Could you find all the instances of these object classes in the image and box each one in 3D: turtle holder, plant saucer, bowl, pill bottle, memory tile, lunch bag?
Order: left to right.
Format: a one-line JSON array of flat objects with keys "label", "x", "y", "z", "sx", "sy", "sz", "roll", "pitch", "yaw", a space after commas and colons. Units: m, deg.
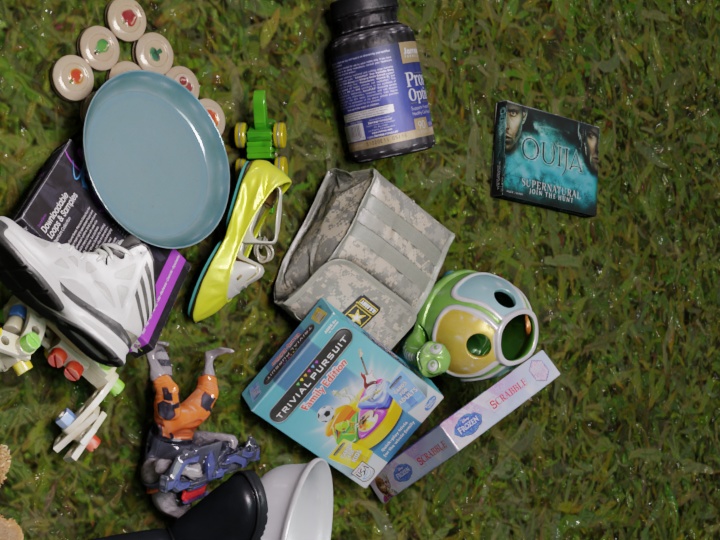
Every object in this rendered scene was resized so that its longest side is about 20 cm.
[{"label": "memory tile", "x": -0.246, "y": -0.192, "z": 1.502, "sx": 0.201, "sy": 0.017, "sz": 0.154, "roll": 51, "pitch": 58, "yaw": -25}, {"label": "plant saucer", "x": -0.227, "y": -0.120, "z": 1.464, "sx": 0.199, "sy": 0.027, "sz": 0.203, "roll": 17, "pitch": 66, "yaw": -42}, {"label": "bowl", "x": -0.099, "y": 0.307, "z": 1.510, "sx": 0.201, "sy": 0.089, "sz": 0.204, "roll": 6, "pitch": 90, "yaw": -76}, {"label": "lunch bag", "x": 0.000, "y": 0.000, "z": 1.629, "sx": 0.164, "sy": 0.117, "sz": 0.202, "roll": 37, "pitch": 72, "yaw": -34}, {"label": "pill bottle", "x": 0.022, "y": -0.242, "z": 1.668, "sx": 0.111, "sy": 0.111, "sz": 0.203, "roll": -16, "pitch": 97, "yaw": -39}, {"label": "turtle holder", "x": 0.136, "y": 0.070, "z": 1.661, "sx": 0.184, "sy": 0.131, "sz": 0.143, "roll": 15, "pitch": 88, "yaw": -44}]

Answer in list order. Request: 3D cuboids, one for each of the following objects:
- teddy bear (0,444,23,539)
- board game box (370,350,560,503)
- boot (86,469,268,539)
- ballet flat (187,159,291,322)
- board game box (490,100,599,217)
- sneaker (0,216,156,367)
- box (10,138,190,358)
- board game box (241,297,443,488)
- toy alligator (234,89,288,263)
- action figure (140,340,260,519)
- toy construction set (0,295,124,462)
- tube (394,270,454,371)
[{"label": "teddy bear", "x": -0.415, "y": 0.210, "z": 1.306, "sx": 0.200, "sy": 0.066, "sz": 0.146, "roll": 48, "pitch": 50, "yaw": -19}, {"label": "board game box", "x": 0.127, "y": 0.196, "z": 1.664, "sx": 0.199, "sy": 0.200, "sz": 0.041, "roll": -30, "pitch": 80, "yaw": -38}, {"label": "boot", "x": -0.205, "y": 0.290, "z": 1.396, "sx": 0.167, "sy": 0.201, "sz": 0.077, "roll": -1, "pitch": 51, "yaw": -42}, {"label": "ballet flat", "x": -0.133, "y": -0.028, "z": 1.521, "sx": 0.066, "sy": 0.067, "sz": 0.202, "roll": 20, "pitch": 84, "yaw": 8}, {"label": "board game box", "x": 0.268, "y": -0.158, "z": 1.918, "sx": 0.198, "sy": 0.028, "sz": 0.137, "roll": 9, "pitch": 82, "yaw": -39}, {"label": "sneaker", "x": -0.280, "y": -0.008, "z": 1.319, "sx": 0.201, "sy": 0.075, "sz": 0.116, "roll": 49, "pitch": 58, "yaw": -32}, {"label": "box", "x": -0.274, "y": -0.024, "z": 1.416, "sx": 0.200, "sy": 0.036, "sz": 0.144, "roll": 50, "pitch": 33, "yaw": -24}, {"label": "board game box", "x": -0.019, "y": 0.150, "z": 1.596, "sx": 0.199, "sy": 0.047, "sz": 0.151, "roll": 38, "pitch": 95, "yaw": -31}, {"label": "toy alligator", "x": -0.115, "y": -0.112, "z": 1.586, "sx": 0.054, "sy": 0.058, "sz": 0.203, "roll": -34, "pitch": 123, "yaw": -82}, {"label": "action figure", "x": -0.192, "y": 0.180, "z": 1.490, "sx": 0.200, "sy": 0.103, "sz": 0.196, "roll": 13, "pitch": 83, "yaw": -66}, {"label": "toy construction set", "x": -0.313, "y": 0.096, "z": 1.374, "sx": 0.201, "sy": 0.091, "sz": 0.132, "roll": 60, "pitch": 30, "yaw": -28}, {"label": "tube", "x": 0.085, "y": 0.093, "z": 1.736, "sx": 0.078, "sy": 0.050, "sz": 0.201, "roll": 49, "pitch": 61, "yaw": -30}]
